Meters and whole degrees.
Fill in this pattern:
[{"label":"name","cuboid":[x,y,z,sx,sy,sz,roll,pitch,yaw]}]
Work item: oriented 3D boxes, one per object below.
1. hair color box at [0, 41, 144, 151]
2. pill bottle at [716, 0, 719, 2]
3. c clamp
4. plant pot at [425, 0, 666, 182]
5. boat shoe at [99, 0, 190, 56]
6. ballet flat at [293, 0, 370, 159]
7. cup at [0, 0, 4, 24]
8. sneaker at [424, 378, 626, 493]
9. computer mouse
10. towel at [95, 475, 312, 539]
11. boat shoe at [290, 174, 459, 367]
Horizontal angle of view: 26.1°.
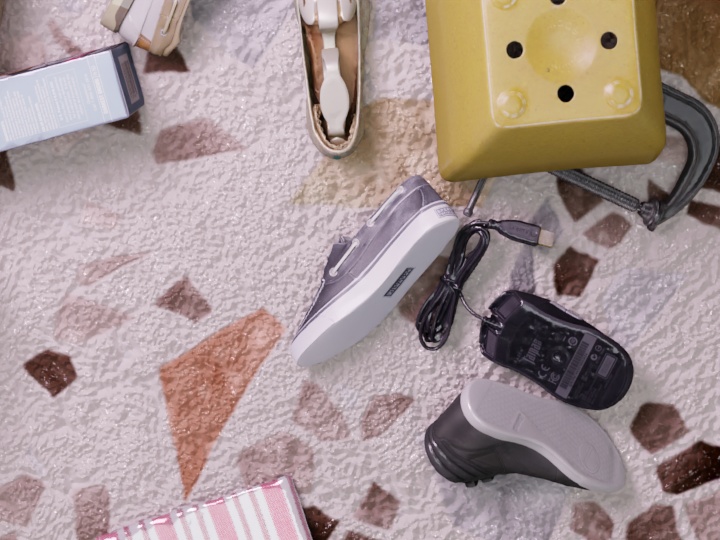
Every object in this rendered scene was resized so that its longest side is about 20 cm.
[{"label":"hair color box","cuboid":[-0.291,-0.139,1.322,0.198,0.099,0.061,-15,101,3]},{"label":"pill bottle","cuboid":[0.318,-0.267,1.244,0.111,0.200,0.114,0,101,0]},{"label":"c clamp","cuboid":[0.210,-0.099,1.369,0.198,0.027,0.173,19,95,-2]},{"label":"plant pot","cuboid":[0.152,-0.175,1.251,0.193,0.200,0.197,-5,94,3]},{"label":"boat shoe","cuboid":[-0.142,-0.276,1.313,0.068,0.075,0.201,31,107,-12]},{"label":"ballet flat","cuboid":[-0.022,-0.195,1.329,0.067,0.062,0.203,-6,101,1]},{"label":"cup","cuboid":[-0.372,-0.228,1.274,0.198,0.201,0.144,-12,125,2]},{"label":"sneaker","cuboid":[0.143,0.163,1.402,0.199,0.071,0.099,25,139,-27]},{"label":"computer mouse","cuboid":[0.159,0.031,1.381,0.198,0.046,0.142,21,108,5]},{"label":"towel","cuboid":[-0.133,0.285,1.433,0.198,0.030,0.148,-18,90,3]},{"label":"boat shoe","cuboid":[0.000,0.000,1.368,0.200,0.071,0.068,-48,63,22]}]
